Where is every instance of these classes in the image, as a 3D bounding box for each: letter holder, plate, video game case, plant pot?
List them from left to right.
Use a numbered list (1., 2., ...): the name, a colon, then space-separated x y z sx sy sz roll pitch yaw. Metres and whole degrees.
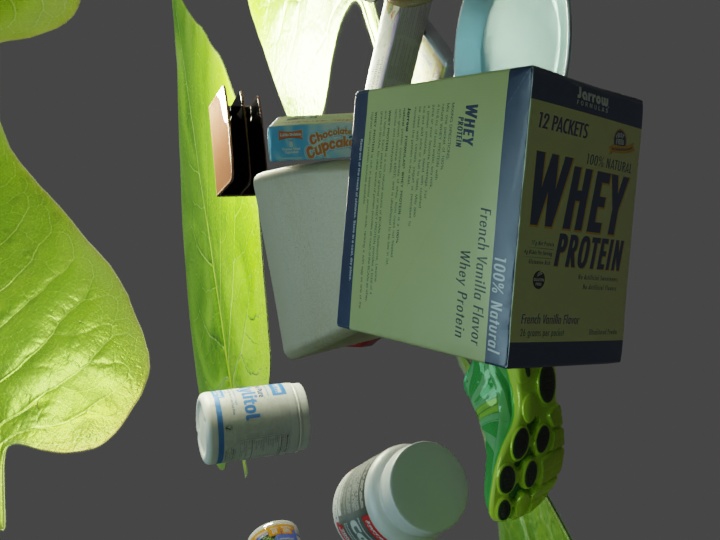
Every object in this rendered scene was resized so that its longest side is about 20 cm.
1. letter holder: -0.250 -0.273 1.656 0.142 0.098 0.205 155 110 -66
2. plant pot: 0.028 -0.030 0.831 0.176 0.197 0.205 -14 86 52
3. video game case: 0.054 -0.220 0.961 0.202 0.022 0.185 -113 28 -43
4. plate: 0.142 -0.203 0.725 0.200 0.025 0.206 175 90 -70

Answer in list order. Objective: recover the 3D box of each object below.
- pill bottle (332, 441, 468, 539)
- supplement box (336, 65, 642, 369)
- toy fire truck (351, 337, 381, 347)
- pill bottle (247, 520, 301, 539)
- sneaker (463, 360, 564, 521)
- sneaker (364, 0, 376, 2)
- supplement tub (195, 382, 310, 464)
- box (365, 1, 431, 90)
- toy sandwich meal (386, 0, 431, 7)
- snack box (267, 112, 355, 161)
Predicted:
1. pill bottle: 0.044 0.273 0.938 0.200 0.111 0.116 128 134 -61
2. supplement box: 0.096 -0.040 0.628 0.198 0.132 0.205 7 94 53
3. toy fire truck: 0.000 0.000 1.045 0.166 0.110 0.205 -4 90 51
4. pill bottle: -0.146 0.593 1.499 0.201 0.110 0.114 -118 32 -47
5. sneaker: 0.140 0.126 0.727 0.083 0.072 0.205 171 104 -67
6. sneaker: 0.005 -0.398 0.970 0.200 0.086 0.078 139 124 -64
7. supplement tub: -0.203 0.286 1.481 0.131 0.195 0.135 176 90 -68
8. box: 0.046 -0.266 0.882 0.039 0.041 0.205 26 104 59
9. toy sandwich meal: 0.079 -0.340 0.722 0.203 0.069 0.211 -9 78 50
10. snack box: 0.006 -0.142 0.815 0.116 0.195 0.038 -94 1 -75
